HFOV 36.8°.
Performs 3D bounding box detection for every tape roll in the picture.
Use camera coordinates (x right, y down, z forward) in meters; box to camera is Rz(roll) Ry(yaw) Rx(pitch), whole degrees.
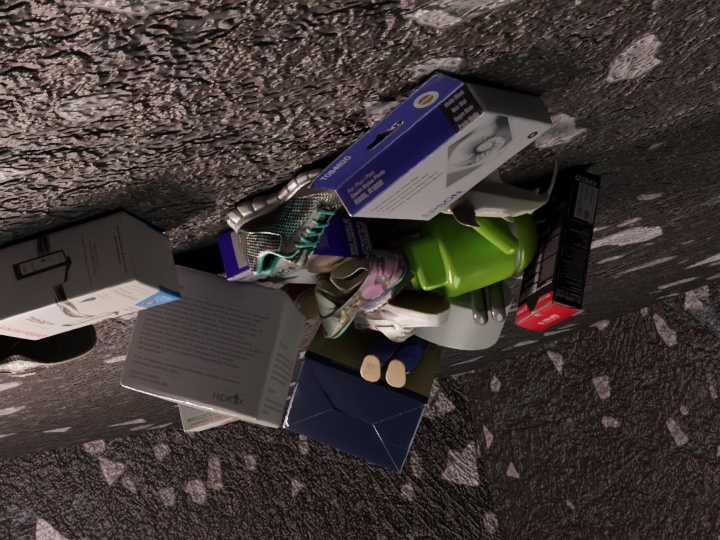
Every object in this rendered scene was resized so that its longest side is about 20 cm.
[{"bbox_3d":[0.131,0.039,1.666,0.200,0.202,0.072,-4,122,-40],"label":"tape roll"}]

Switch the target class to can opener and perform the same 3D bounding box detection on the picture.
[{"bbox_3d":[0.186,0.016,1.591,0.052,0.067,0.201,-11,-149,9],"label":"can opener"}]

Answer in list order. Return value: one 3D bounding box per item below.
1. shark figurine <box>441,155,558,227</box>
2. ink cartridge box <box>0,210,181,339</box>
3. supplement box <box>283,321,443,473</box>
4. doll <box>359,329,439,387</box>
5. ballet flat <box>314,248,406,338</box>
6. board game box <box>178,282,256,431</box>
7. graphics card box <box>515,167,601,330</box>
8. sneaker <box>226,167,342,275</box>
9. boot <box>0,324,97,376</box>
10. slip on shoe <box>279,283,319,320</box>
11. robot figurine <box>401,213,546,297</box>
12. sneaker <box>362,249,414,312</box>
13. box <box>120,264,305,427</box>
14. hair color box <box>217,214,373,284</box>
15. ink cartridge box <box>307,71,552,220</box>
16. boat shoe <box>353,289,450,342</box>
[{"bbox_3d":[0.172,-0.107,1.329,0.210,0.091,0.128,-1,-161,-20],"label":"shark figurine"},{"bbox_3d":[-0.327,0.011,1.243,0.197,0.086,0.146,-17,169,9],"label":"ink cartridge box"},{"bbox_3d":[0.009,0.172,1.682,0.197,0.136,0.200,21,-152,3],"label":"supplement box"},{"bbox_3d":[0.060,0.103,1.633,0.134,0.049,0.200,11,-155,17],"label":"doll"},{"bbox_3d":[-0.016,0.024,1.440,0.070,0.070,0.200,24,142,-22],"label":"ballet flat"},{"bbox_3d":[-0.213,0.128,1.645,0.145,0.204,0.064,-16,169,13],"label":"board game box"},{"bbox_3d":[0.274,-0.028,1.510,0.050,0.204,0.125,15,160,-11],"label":"graphics card box"},{"bbox_3d":[-0.065,-0.053,1.237,0.198,0.093,0.077,-23,166,39],"label":"sneaker"},{"bbox_3d":[-0.472,0.112,1.593,0.200,0.075,0.154,-10,172,0],"label":"boot"},{"bbox_3d":[-0.065,0.036,1.764,0.061,0.075,0.199,30,-158,25],"label":"slip on shoe"},{"bbox_3d":[0.160,-0.035,1.511,0.197,0.118,0.175,-19,-179,-12],"label":"robot figurine"},{"bbox_3d":[0.000,0.000,1.521,0.078,0.090,0.199,-42,-159,-22],"label":"sneaker"},{"bbox_3d":[-0.194,0.105,1.478,0.196,0.174,0.199,14,171,7],"label":"box"},{"bbox_3d":[-0.080,-0.029,1.414,0.108,0.066,0.199,-22,168,31],"label":"hair color box"},{"bbox_3d":[0.075,-0.120,1.125,0.199,0.041,0.198,-37,158,34],"label":"ink cartridge box"},{"bbox_3d":[0.059,0.068,1.559,0.070,0.071,0.198,-18,-165,-35],"label":"boat shoe"}]
